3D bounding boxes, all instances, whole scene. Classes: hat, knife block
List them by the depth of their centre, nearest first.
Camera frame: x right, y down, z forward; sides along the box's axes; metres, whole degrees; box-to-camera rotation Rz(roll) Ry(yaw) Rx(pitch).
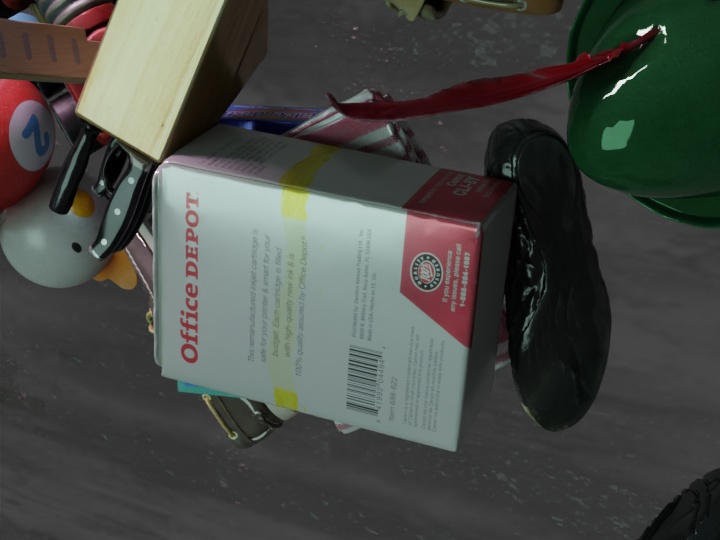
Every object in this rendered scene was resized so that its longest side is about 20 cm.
[{"bbox_3d":[0.135,-0.071,0.702,0.199,0.176,0.167,-21,97,42],"label":"hat"},{"bbox_3d":[-0.124,-0.108,0.813,0.064,0.176,0.200,29,156,7],"label":"knife block"}]

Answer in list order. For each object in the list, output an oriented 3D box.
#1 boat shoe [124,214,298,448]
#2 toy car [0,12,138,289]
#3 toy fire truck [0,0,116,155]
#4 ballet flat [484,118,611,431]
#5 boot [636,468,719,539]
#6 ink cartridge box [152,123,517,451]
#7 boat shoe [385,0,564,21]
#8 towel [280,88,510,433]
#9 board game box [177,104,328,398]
[{"bbox_3d":[-0.125,0.042,1.036,0.059,0.072,0.201,-38,88,14],"label":"boat shoe"},{"bbox_3d":[-0.247,-0.054,1.060,0.199,0.185,0.177,33,145,-17],"label":"toy car"},{"bbox_3d":[-0.203,-0.172,0.906,0.177,0.128,0.200,60,170,1],"label":"toy fire truck"},{"bbox_3d":[0.116,0.003,0.850,0.057,0.066,0.202,-130,31,-70],"label":"ballet flat"},{"bbox_3d":[0.222,0.240,0.842,0.162,0.073,0.199,36,104,1],"label":"boot"},{"bbox_3d":[-0.018,0.006,0.824,0.198,0.083,0.146,13,117,17],"label":"ink cartridge box"},{"bbox_3d":[0.033,-0.183,0.809,0.199,0.076,0.074,12,122,35],"label":"boat shoe"},{"bbox_3d":[0.000,0.000,0.884,0.146,0.030,0.201,-26,101,22],"label":"towel"},{"bbox_3d":[-0.054,-0.009,0.936,0.151,0.045,0.202,3,110,14],"label":"board game box"}]
